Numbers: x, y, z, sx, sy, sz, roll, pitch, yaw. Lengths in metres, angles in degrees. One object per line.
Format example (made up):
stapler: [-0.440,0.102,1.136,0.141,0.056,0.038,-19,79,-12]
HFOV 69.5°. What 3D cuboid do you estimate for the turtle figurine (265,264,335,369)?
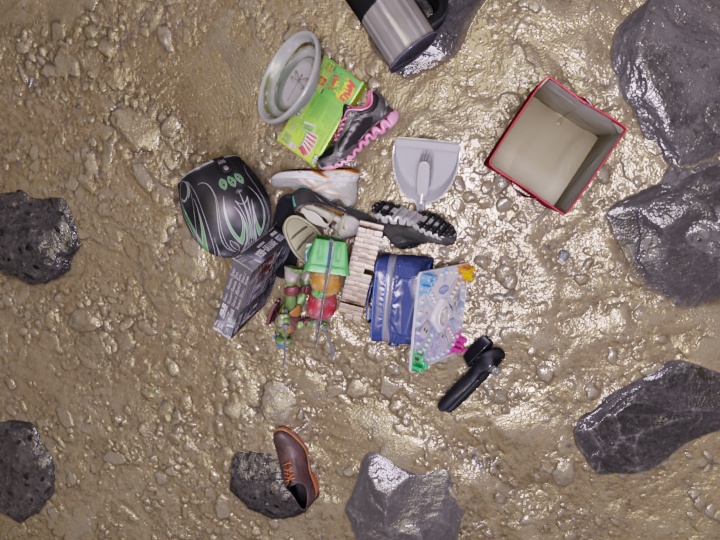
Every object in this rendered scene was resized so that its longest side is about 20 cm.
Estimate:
turtle figurine: [-0.120,0.094,1.143,0.142,0.200,0.197,6,99,-26]

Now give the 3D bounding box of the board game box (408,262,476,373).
board game box: [0.173,0.094,1.066,0.026,0.199,0.203,12,104,38]

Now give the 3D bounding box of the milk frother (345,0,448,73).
milk frother: [0.074,-0.515,0.969,0.179,0.200,0.189,-35,93,10]

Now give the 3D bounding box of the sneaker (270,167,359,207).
sneaker: [-0.100,-0.174,1.126,0.197,0.076,0.094,3,105,11]

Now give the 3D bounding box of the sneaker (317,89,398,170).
sneaker: [-0.020,-0.292,1.071,0.199,0.079,0.096,-39,118,3]

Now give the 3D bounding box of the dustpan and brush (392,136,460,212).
dustpan and brush: [0.131,-0.169,1.089,0.137,0.058,0.202,8,131,10]

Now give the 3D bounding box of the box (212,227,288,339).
box: [-0.232,0.028,1.109,0.049,0.158,0.201,30,125,6]

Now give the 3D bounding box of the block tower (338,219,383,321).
block tower: [0.000,0.000,1.081,0.053,0.058,0.203,13,101,0]

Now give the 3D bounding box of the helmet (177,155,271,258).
helmet: [-0.281,-0.125,1.102,0.198,0.200,0.193,-24,94,13]

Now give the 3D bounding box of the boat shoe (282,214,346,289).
boat shoe: [-0.095,-0.039,1.127,0.075,0.068,0.200,-43,106,-3]

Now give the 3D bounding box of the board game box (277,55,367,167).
board game box: [-0.082,-0.334,1.105,0.101,0.048,0.201,34,104,2]

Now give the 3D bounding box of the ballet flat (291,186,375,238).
ballet flat: [-0.058,-0.107,1.096,0.198,0.069,0.068,21,135,-20]

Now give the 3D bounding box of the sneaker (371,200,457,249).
sneaker: [0.112,-0.080,1.090,0.198,0.066,0.091,21,135,28]

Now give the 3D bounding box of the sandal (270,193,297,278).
sandal: [-0.176,-0.071,1.153,0.075,0.043,0.203,16,119,9]

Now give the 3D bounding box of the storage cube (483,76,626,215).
storage cube: [0.351,-0.229,0.980,0.170,0.180,0.201,33,105,3]

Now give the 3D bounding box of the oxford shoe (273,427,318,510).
oxford shoe: [-0.159,0.475,1.250,0.070,0.073,0.202,-25,95,14]

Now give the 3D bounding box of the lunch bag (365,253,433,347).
lunch bag: [0.079,0.066,1.102,0.130,0.136,0.203,7,99,11]

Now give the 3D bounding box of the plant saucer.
plant saucer: [-0.136,-0.387,1.069,0.199,0.050,0.203,-20,60,40]

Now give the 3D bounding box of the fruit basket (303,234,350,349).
fruit basket: [-0.079,0.033,1.012,0.092,0.185,0.203,14,97,-6]

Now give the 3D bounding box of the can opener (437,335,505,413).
can opener: [0.246,0.242,1.153,0.063,0.079,0.201,20,111,-34]
